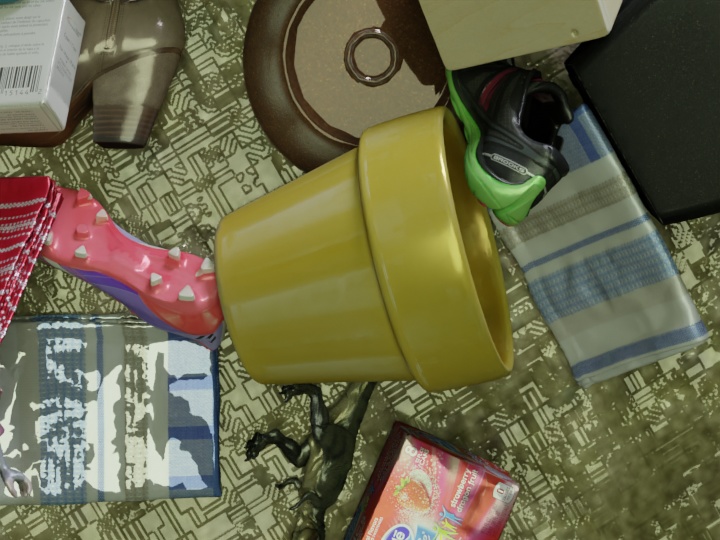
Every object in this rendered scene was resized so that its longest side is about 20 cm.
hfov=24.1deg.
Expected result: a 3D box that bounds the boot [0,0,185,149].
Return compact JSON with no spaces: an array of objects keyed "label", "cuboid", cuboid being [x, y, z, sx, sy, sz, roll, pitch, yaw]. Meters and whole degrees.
[{"label":"boot","cuboid":[-0.232,-0.170,1.280,0.197,0.070,0.148,3,84,-1]}]

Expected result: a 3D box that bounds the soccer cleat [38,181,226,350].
[{"label":"soccer cleat","cuboid":[-0.184,-0.001,1.271,0.198,0.077,0.067,23,54,22]}]

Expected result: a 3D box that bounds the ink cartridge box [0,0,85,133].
[{"label":"ink cartridge box","cuboid":[-0.301,-0.186,1.248,0.197,0.045,0.178,0,66,15]}]

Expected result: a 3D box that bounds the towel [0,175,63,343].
[{"label":"towel","cuboid":[-0.308,0.010,1.219,0.143,0.023,0.202,2,51,18]}]

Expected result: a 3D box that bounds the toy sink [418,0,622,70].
[{"label":"toy sink","cuboid":[0.130,-0.248,1.247,0.129,0.201,0.113,-10,122,26]}]

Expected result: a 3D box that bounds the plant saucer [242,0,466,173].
[{"label":"plant saucer","cuboid":[0.007,-0.164,1.309,0.198,0.037,0.203,0,91,-5]}]

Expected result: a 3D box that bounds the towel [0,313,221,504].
[{"label":"towel","cuboid":[-0.207,0.106,1.301,0.197,0.024,0.149,-1,93,-5]}]

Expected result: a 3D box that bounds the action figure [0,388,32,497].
[{"label":"action figure","cuboid":[-0.323,0.102,1.233,0.199,0.133,0.151,-20,71,37]}]

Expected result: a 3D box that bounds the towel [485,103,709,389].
[{"label":"towel","cuboid":[0.170,-0.014,1.283,0.024,0.146,0.202,-30,93,-37]}]

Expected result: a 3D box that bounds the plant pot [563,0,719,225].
[{"label":"plant pot","cuboid":[0.261,-0.140,1.260,0.176,0.200,0.201,-31,95,7]}]

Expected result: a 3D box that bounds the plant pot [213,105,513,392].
[{"label":"plant pot","cuboid":[0.000,0.000,1.248,0.187,0.201,0.203,-14,93,12]}]

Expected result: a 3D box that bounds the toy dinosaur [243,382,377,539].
[{"label":"toy dinosaur","cuboid":[-0.034,0.130,1.313,0.087,0.047,0.202,25,90,-20]}]

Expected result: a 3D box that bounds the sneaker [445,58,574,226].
[{"label":"sneaker","cuboid":[0.115,-0.114,1.236,0.083,0.201,0.077,-32,130,21]}]

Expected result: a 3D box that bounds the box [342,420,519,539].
[{"label":"box","cuboid":[0.034,0.229,1.296,0.099,0.095,0.202,24,90,-6]}]

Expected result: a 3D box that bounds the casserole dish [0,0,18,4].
[{"label":"casserole dish","cuboid":[-0.304,-0.258,1.235,0.198,0.039,0.122,7,69,18]}]
